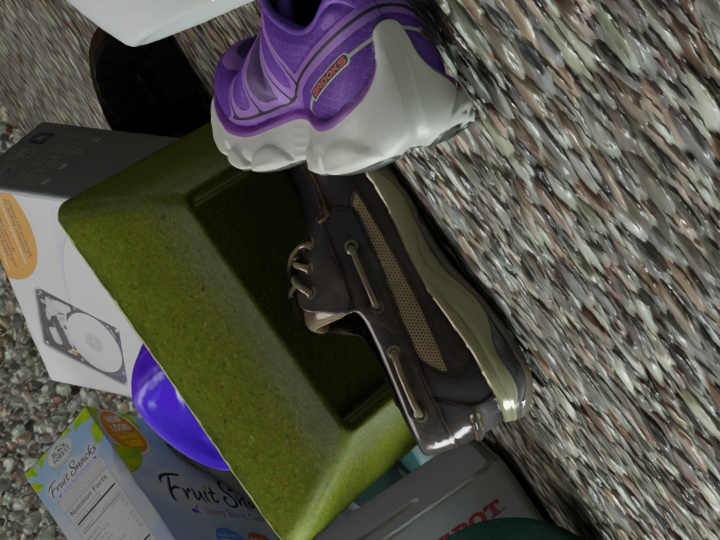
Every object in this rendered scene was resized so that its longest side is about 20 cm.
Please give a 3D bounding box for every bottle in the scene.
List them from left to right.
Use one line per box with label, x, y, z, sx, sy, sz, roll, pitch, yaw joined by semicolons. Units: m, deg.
bottle;-0.059;0.017;1.427;0.083;0.065;0.200;39;-146;-14

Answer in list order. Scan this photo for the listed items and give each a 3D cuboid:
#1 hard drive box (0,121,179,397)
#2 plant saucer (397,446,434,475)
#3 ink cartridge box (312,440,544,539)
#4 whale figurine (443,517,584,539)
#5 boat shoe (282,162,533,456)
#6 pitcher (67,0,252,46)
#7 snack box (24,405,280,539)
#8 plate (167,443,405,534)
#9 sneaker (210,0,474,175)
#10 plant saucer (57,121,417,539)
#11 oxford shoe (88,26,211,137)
hard drive box;-0.125;-0.001;1.673;0.200;0.077;0.156;8;129;40
plant saucer;0.011;0.076;1.741;0.200;0.027;0.200;54;173;9
ink cartridge box;0.065;0.216;1.559;0.200;0.146;0.084;57;176;-13
whale figurine;0.051;0.206;1.442;0.104;0.200;0.159;53;-146;11
boat shoe;0.000;0.000;1.279;0.200;0.073;0.075;53;172;16
pitcher;-0.064;-0.177;0.792;0.200;0.121;0.172;66;157;-3
snack box;-0.087;0.181;1.643;0.200;0.068;0.169;50;-163;28
plate;-0.037;0.115;1.756;0.199;0.032;0.200;35;-165;-14
sneaker;-0.011;-0.087;1.051;0.200;0.080;0.084;7;116;71
plant saucer;-0.033;0.012;1.355;0.200;0.048;0.200;55;-150;0
oxford shoe;-0.117;-0.075;1.742;0.084;0.073;0.200;-132;21;-65
